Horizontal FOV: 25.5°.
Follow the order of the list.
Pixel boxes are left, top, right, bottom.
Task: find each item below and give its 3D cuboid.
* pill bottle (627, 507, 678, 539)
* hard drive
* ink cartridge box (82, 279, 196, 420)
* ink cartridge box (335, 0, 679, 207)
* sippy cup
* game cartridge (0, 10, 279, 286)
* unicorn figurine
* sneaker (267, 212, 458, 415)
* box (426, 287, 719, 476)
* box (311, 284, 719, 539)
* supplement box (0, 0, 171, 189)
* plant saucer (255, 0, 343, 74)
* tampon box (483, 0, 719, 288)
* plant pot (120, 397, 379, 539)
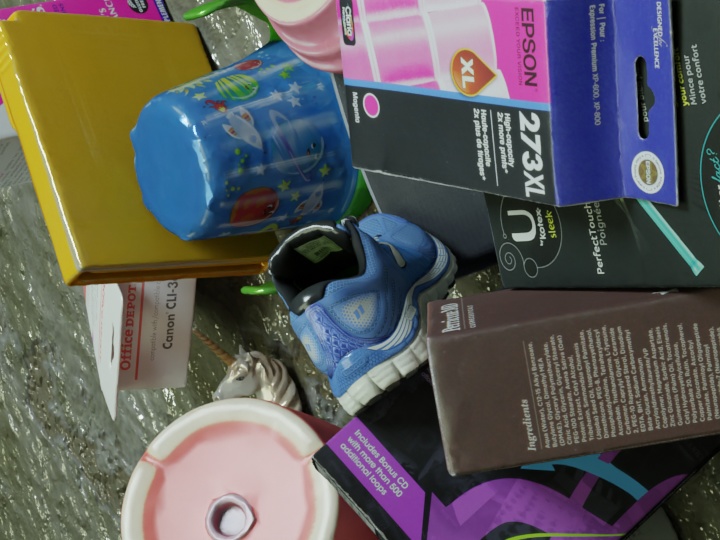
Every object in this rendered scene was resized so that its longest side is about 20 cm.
[{"bbox_3d":[0.083,0.195,0.915,0.114,0.199,0.115,24,123,44],"label":"pill bottle"},{"bbox_3d":[0.042,-0.095,0.976,0.135,0.042,0.201,-22,87,54],"label":"hard drive"},{"bbox_3d":[-0.169,0.012,1.213,0.200,0.067,0.117,-114,27,-54],"label":"ink cartridge box"},{"bbox_3d":[0.063,-0.085,0.752,0.199,0.037,0.095,13,115,48],"label":"ink cartridge box"},{"bbox_3d":[-0.077,-0.081,1.063,0.178,0.130,0.140,57,141,19],"label":"sippy cup"},{"bbox_3d":[-0.158,-0.087,1.107,0.032,0.176,0.201,-39,65,40],"label":"game cartridge"},{"bbox_3d":[-0.061,0.150,1.191,0.199,0.074,0.138,32,105,19],"label":"unicorn figurine"},{"bbox_3d":[0.000,0.000,0.897,0.078,0.200,0.089,-36,102,14],"label":"sneaker"},{"bbox_3d":[0.134,0.040,0.776,0.100,0.199,0.075,-77,-24,-81],"label":"box"},{"bbox_3d":[0.094,0.087,0.847,0.143,0.200,0.036,46,170,16],"label":"box"},{"bbox_3d":[-0.233,-0.133,1.184,0.103,0.199,0.102,-37,75,52],"label":"supplement box"},{"bbox_3d":[-0.016,-0.220,0.948,0.200,0.051,0.202,-7,82,56],"label":"plant saucer"},{"bbox_3d":[0.162,-0.078,0.759,0.199,0.126,0.151,-1,103,53],"label":"tampon box"},{"bbox_3d":[-0.057,0.177,1.030,0.201,0.200,0.177,49,177,27],"label":"plant pot"}]
